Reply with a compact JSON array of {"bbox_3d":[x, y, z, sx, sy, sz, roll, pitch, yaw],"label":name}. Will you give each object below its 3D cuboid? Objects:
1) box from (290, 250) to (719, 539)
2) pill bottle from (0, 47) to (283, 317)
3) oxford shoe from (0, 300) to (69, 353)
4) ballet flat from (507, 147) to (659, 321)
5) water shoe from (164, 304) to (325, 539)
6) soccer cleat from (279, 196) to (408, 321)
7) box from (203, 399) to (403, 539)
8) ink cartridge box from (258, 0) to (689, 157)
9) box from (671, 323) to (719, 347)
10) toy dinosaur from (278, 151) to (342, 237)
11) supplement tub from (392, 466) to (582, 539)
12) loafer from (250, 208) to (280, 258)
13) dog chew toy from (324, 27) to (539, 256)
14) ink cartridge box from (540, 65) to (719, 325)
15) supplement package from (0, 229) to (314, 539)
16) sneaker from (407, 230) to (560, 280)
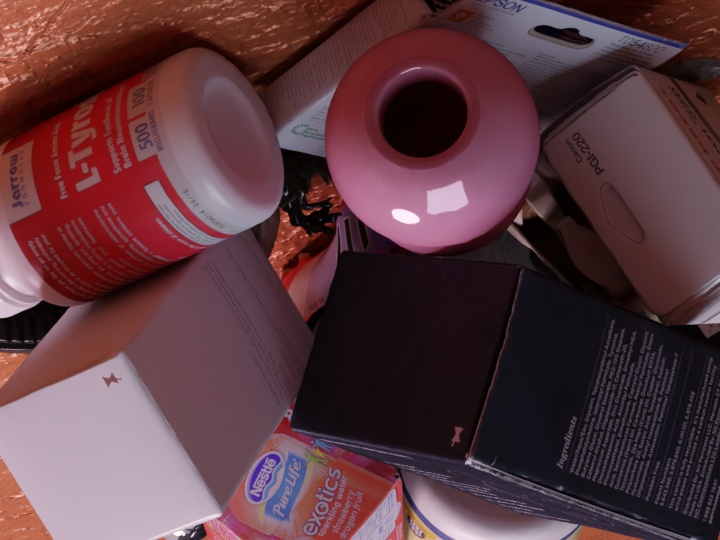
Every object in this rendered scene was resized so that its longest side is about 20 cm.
[{"bbox_3d":[0.098,0.078,1.511,0.196,0.125,0.199,20,172,-32],"label":"box"},{"bbox_3d":[-0.154,-0.046,1.505,0.199,0.113,0.112,-24,155,25],"label":"pill bottle"},{"bbox_3d":[-0.207,0.031,1.716,0.198,0.073,0.084,-4,158,-22],"label":"oxford shoe"},{"bbox_3d":[0.136,-0.033,1.626,0.067,0.200,0.062,-43,146,2],"label":"ballet flat"},{"bbox_3d":[-0.085,0.087,1.667,0.200,0.079,0.072,-51,167,-14],"label":"water shoe"},{"bbox_3d":[0.000,0.000,1.750,0.066,0.077,0.200,0,154,-30],"label":"soccer cleat"},{"bbox_3d":[-0.036,0.174,1.664,0.103,0.095,0.200,-47,165,-14],"label":"box"},{"bbox_3d":[0.069,-0.124,1.540,0.199,0.041,0.199,10,147,-45],"label":"ink cartridge box"},{"bbox_3d":[0.233,0.054,1.910,0.148,0.107,0.200,-29,166,-29],"label":"box"},{"bbox_3d":[-0.068,-0.038,1.665,0.199,0.048,0.088,-20,139,23],"label":"toy dinosaur"},{"bbox_3d":[0.088,0.169,1.785,0.143,0.145,0.200,-8,151,-12],"label":"supplement tub"},{"bbox_3d":[-0.110,0.015,1.652,0.063,0.072,0.200,-12,147,-54],"label":"loafer"},{"bbox_3d":[0.047,-0.065,1.468,0.124,0.125,0.200,-15,166,4],"label":"dog chew toy"},{"bbox_3d":[0.208,-0.046,1.595,0.085,0.146,0.200,-38,167,18],"label":"ink cartridge box"},{"bbox_3d":[-0.124,0.069,1.520,0.117,0.117,0.200,-22,-164,27],"label":"supplement package"},{"bbox_3d":[0.082,0.027,1.695,0.200,0.115,0.075,-49,166,-12],"label":"sneaker"}]
